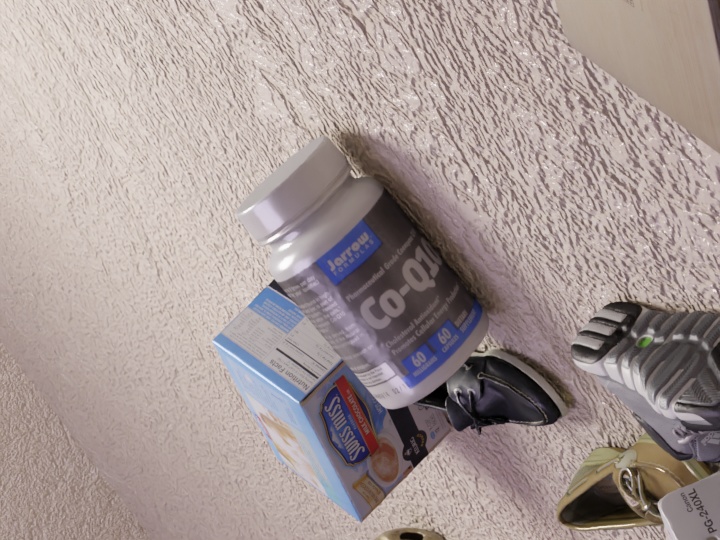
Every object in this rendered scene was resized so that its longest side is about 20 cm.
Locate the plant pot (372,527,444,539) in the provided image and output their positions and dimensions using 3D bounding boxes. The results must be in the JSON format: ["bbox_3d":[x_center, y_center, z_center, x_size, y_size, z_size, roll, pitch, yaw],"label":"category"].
[{"bbox_3d":[0.058,0.403,2.045,0.200,0.200,0.185,34,147,32],"label":"plant pot"}]

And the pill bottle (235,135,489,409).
[{"bbox_3d":[0.000,0.000,1.401,0.200,0.114,0.114,49,162,-11],"label":"pill bottle"}]

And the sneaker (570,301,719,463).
[{"bbox_3d":[0.226,0.086,1.165,0.116,0.075,0.200,48,173,-21],"label":"sneaker"}]

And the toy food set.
[{"bbox_3d":[0.149,-0.151,0.860,0.144,0.060,0.201,45,165,43],"label":"toy food set"}]

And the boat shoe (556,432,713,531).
[{"bbox_3d":[0.211,0.172,1.373,0.073,0.063,0.200,48,162,-8],"label":"boat shoe"}]

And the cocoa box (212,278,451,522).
[{"bbox_3d":[-0.025,0.109,1.659,0.133,0.131,0.201,31,157,38],"label":"cocoa box"}]

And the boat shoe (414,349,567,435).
[{"bbox_3d":[0.092,0.104,1.490,0.199,0.066,0.075,22,150,52],"label":"boat shoe"}]

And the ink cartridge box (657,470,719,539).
[{"bbox_3d":[0.288,0.251,1.256,0.201,0.083,0.146,66,180,-46],"label":"ink cartridge box"}]
